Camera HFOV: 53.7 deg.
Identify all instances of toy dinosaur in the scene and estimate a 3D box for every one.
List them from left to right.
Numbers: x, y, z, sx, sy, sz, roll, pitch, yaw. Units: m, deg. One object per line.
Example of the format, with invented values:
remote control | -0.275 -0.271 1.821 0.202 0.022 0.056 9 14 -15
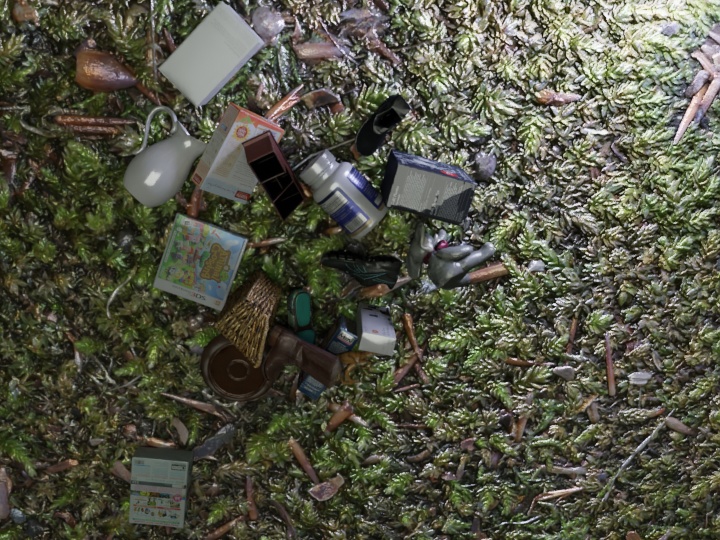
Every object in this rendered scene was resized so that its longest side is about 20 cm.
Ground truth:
toy dinosaur | -0.037 0.221 1.716 0.199 0.060 0.107 -5 75 3

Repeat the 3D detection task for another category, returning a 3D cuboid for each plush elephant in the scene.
plush elephant | 0.186 -0.035 1.708 0.200 0.165 0.155 -21 68 -29

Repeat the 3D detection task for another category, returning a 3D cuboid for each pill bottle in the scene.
pill bottle | -0.040 -0.181 1.658 0.120 0.120 0.200 -43 104 10

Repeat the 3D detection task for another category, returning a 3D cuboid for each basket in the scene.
basket | -0.236 0.104 1.690 0.143 0.200 0.149 -41 103 14

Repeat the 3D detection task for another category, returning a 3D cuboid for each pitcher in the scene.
pitcher | -0.460 -0.260 1.626 0.172 0.121 0.200 44 89 2

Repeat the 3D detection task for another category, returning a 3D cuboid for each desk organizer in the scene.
desk organizer | -0.191 -0.211 1.617 0.072 0.077 0.200 -24 137 5

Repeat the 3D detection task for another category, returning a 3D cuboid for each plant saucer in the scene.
plant saucer | -0.312 0.251 1.820 0.199 0.032 0.201 -1 108 -3

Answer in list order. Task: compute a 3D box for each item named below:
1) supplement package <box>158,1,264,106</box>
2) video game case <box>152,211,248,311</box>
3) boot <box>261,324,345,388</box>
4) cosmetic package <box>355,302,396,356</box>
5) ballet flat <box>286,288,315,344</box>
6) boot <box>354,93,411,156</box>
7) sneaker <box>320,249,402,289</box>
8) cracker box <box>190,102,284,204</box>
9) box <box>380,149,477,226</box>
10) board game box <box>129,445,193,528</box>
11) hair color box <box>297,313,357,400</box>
supplement package | -0.324 -0.472 1.560 0.200 0.117 0.117 -43 104 9
video game case | -0.391 -0.020 1.740 0.181 0.022 0.201 20 104 -9
boot | -0.136 0.241 1.713 0.200 0.064 0.187 26 132 16
cosmetic package | 0.035 0.138 1.713 0.082 0.200 0.051 9 107 -6
ballet flat | -0.153 0.140 1.777 0.074 0.074 0.201 2 102 -3
boot | 0.045 -0.317 1.579 0.066 0.200 0.165 31 103 -11
sneaker | 0.000 0.000 1.737 0.199 0.075 0.080 8 108 -5
cracker box | -0.280 -0.264 1.621 0.134 0.058 0.200 17 108 -47
box | 0.149 -0.192 1.621 0.181 0.200 0.104 13 107 -7
board game box | -0.530 0.575 1.889 0.147 0.064 0.201 7 105 -4
hair color box | -0.080 0.216 1.783 0.060 0.100 0.200 32 102 -11
